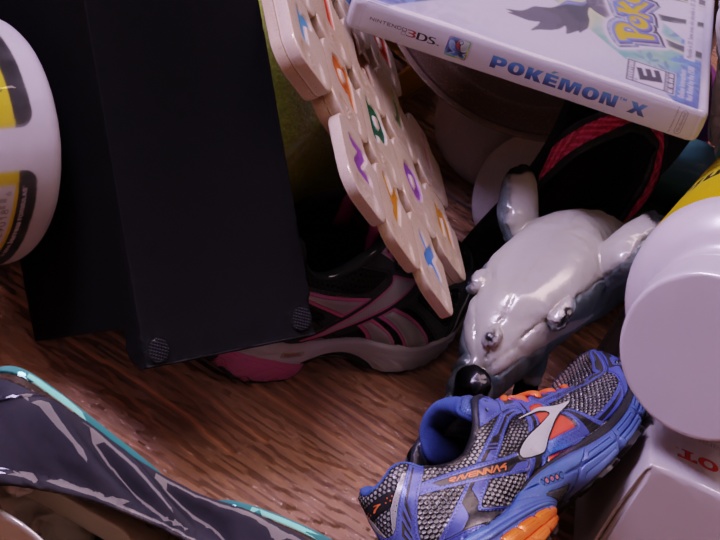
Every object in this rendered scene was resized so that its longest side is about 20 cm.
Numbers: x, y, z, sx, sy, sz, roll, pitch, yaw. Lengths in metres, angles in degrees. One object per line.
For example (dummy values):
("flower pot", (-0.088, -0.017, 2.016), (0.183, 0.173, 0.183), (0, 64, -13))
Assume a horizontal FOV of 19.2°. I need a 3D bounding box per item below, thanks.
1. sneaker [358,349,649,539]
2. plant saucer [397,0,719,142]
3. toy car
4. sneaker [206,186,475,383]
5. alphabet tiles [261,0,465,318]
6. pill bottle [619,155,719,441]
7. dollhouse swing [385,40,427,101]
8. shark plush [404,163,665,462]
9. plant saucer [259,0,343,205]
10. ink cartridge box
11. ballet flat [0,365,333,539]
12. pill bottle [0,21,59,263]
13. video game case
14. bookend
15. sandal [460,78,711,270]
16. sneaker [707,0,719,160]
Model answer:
("sneaker", (0.069, 0.081, 0.977), (0.078, 0.075, 0.200), (47, 37, 3))
("plant saucer", (0.105, -0.166, 1.195), (0.200, 0.201, 0.037), (28, -12, -2))
("toy car", (0.154, -0.079, 1.271), (0.175, 0.150, 0.200), (15, 31, -24))
("sneaker", (0.000, 0.000, 1.070), (0.080, 0.086, 0.200), (43, 31, 22))
("alphabet tiles", (0.000, -0.078, 1.021), (0.200, 0.015, 0.196), (51, 21, -48))
("pill bottle", (0.192, 0.007, 1.027), (0.111, 0.111, 0.200), (33, 29, 9))
("dollhouse swing", (-0.018, -0.196, 1.298), (0.176, 0.182, 0.200), (-36, 91, -39))
("shark plush", (0.093, 0.035, 1.072), (0.091, 0.083, 0.200), (12, 46, 18))
("plant saucer", (-0.044, -0.129, 1.098), (0.200, 0.048, 0.201), (25, 45, -79))
("ink cartridge box", (0.189, 0.103, 1.072), (0.146, 0.084, 0.200), (25, 28, -6))
("ballet flat", (-0.080, 0.114, 0.844), (0.200, 0.073, 0.073), (31, 27, -9))
("pill bottle", (-0.235, -0.046, 0.882), (0.200, 0.111, 0.111), (-9, 45, -39))
("video game case", (0.096, -0.158, 1.104), (0.182, 0.022, 0.200), (18, 40, -3))
("bookend", (-0.128, -0.053, 0.999), (0.092, 0.199, 0.201), (-10, 90, -36))
("sandal", (0.124, -0.049, 1.146), (0.075, 0.200, 0.045), (34, 9, -19))
("sneaker", (0.213, -0.093, 1.126), (0.075, 0.089, 0.200), (34, 4, 17))
